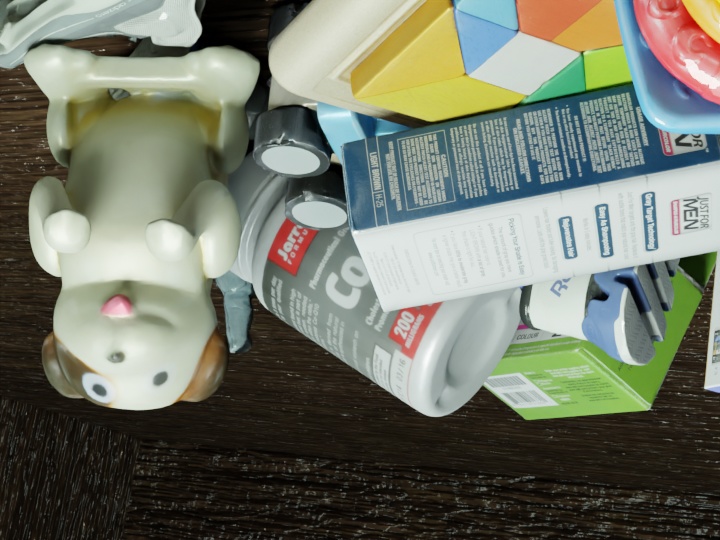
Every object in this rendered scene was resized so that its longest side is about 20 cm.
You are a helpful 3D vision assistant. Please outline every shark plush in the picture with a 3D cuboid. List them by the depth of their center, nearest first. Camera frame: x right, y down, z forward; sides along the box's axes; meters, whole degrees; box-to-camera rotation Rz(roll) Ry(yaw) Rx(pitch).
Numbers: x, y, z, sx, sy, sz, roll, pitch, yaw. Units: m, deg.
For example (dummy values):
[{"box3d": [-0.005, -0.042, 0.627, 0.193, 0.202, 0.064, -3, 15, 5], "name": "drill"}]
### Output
[{"box3d": [-0.113, -0.034, 1.240, 0.083, 0.202, 0.091, -16, 174, -4], "name": "shark plush"}]

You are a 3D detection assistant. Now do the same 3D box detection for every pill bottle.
[{"box3d": [0.000, 0.000, 1.116, 0.199, 0.114, 0.114, 32, 178, 26], "name": "pill bottle"}]

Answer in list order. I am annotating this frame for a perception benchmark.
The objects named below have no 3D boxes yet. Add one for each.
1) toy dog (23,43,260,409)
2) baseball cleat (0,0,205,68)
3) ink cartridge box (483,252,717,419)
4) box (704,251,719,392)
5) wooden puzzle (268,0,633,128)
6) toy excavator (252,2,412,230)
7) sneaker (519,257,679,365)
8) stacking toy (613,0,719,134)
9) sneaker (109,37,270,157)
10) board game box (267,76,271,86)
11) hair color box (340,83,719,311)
[{"box3d": [-0.139, -0.016, 1.015, 0.138, 0.202, 0.194, 4, 164, -8], "name": "toy dog"}, {"box3d": [-0.157, -0.151, 1.001, 0.106, 0.070, 0.199, 20, 165, -31], "name": "baseball cleat"}, {"box3d": [0.174, 0.000, 1.193, 0.076, 0.201, 0.147, 37, 156, -21], "name": "ink cartridge box"}, {"box3d": [0.259, -0.006, 1.020, 0.041, 0.202, 0.119, 13, 167, -15], "name": "box"}, {"box3d": [0.080, -0.117, 0.870, 0.199, 0.037, 0.185, 17, 144, -31], "name": "wooden puzzle"}, {"box3d": [0.035, -0.113, 0.990, 0.198, 0.101, 0.195, -2, 152, 15], "name": "toy excavator"}, {"box3d": [0.144, -0.034, 1.029, 0.114, 0.200, 0.081, 6, 139, 30], "name": "sneaker"}, {"box3d": [0.188, -0.149, 0.714, 0.115, 0.111, 0.200, -4, 158, -9], "name": "stacking toy"}, {"box3d": [-0.130, -0.103, 1.175, 0.111, 0.077, 0.200, 25, 156, -22], "name": "sneaker"}, {"box3d": [0.016, -0.068, 1.171, 0.157, 0.039, 0.200, 7, 153, 41], "name": "board game box"}, {"box3d": [0.097, -0.041, 0.923, 0.198, 0.061, 0.100, -10, 152, 7], "name": "hair color box"}]
